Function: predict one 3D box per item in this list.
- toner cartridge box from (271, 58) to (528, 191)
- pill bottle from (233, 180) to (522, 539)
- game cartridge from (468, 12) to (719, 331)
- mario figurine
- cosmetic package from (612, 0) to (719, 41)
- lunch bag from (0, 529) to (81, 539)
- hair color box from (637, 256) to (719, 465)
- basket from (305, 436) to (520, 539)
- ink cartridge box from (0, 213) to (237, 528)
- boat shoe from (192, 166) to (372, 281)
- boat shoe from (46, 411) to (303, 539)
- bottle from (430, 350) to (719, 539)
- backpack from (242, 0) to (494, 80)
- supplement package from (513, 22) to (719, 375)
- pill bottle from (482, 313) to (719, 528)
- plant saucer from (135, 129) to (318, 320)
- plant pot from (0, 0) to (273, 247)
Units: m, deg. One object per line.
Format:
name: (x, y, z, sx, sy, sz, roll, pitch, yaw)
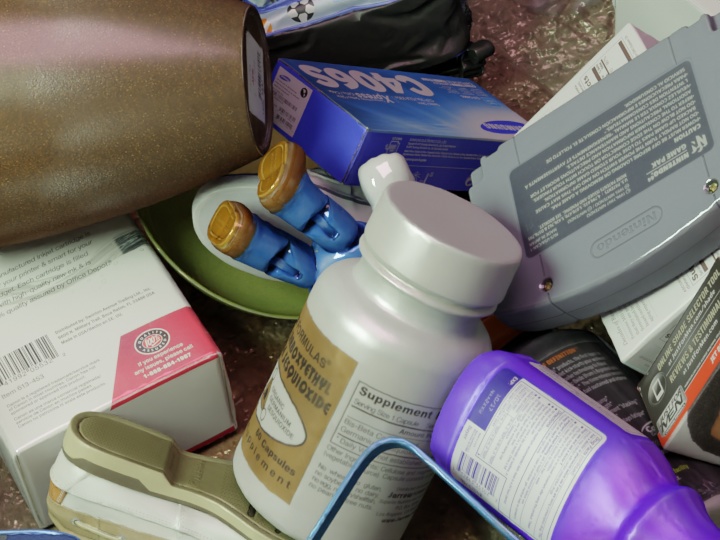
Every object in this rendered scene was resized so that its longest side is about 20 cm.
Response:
toner cartridge box: (0.033, -0.095, 1.386, 0.199, 0.043, 0.095, 0, 34, -49)
pill bottle: (0.012, 0.056, 1.208, 0.113, 0.201, 0.115, 22, 21, -9)
game cartridge: (0.154, -0.051, 1.205, 0.199, 0.041, 0.134, -32, 53, 29)
mario figurine: (0.000, 0.000, 1.307, 0.123, 0.199, 0.107, -22, 38, 49)
cosmetic package: (0.265, -0.156, 1.441, 0.081, 0.113, 0.200, -27, 53, -18)
lunch bag: (-0.205, 0.234, 1.139, 0.134, 0.133, 0.201, -3, 49, 4)
hair color box: (0.270, 0.072, 1.181, 0.198, 0.102, 0.061, 16, 30, -20)
basket: (0.039, 0.209, 1.107, 0.199, 0.139, 0.177, 33, 84, 21)
ink cartridge box: (-0.190, 0.043, 1.338, 0.144, 0.085, 0.200, -26, 51, -15)
boat shoe: (-0.017, -0.037, 1.349, 0.198, 0.072, 0.066, 5, 38, -19)
boat shoe: (-0.092, 0.155, 1.236, 0.198, 0.069, 0.075, 25, 20, 3)
bottle: (0.126, 0.121, 1.116, 0.199, 0.065, 0.084, 34, 102, 39)
backpack: (-0.019, -0.218, 1.509, 0.198, 0.155, 0.191, -12, 32, 1)
supplement package: (0.210, -0.025, 1.282, 0.111, 0.155, 0.201, -43, 44, 24)
pill bottle: (0.136, 0.107, 1.226, 0.106, 0.107, 0.200, -27, 51, -17)
plant saucer: (-0.065, -0.046, 1.396, 0.198, 0.031, 0.202, 13, 53, -17)
plant pot: (-0.159, -0.111, 1.281, 0.198, 0.188, 0.188, -4, 48, 8)
